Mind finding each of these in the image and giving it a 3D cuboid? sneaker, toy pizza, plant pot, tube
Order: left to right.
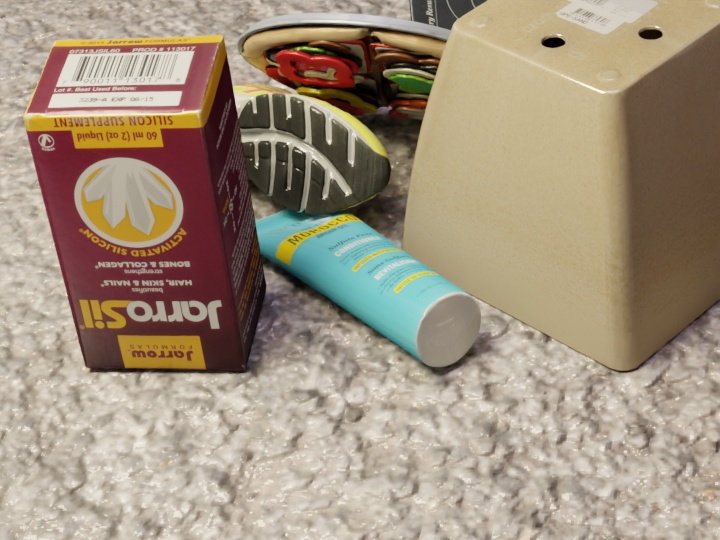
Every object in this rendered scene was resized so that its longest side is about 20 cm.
[{"bbox_3d":[-0.051,-0.095,1.432,0.199,0.079,0.090,19,22,35],"label":"sneaker"},{"bbox_3d":[0.000,0.000,1.336,0.077,0.051,0.200,-17,31,-30],"label":"tube"},{"bbox_3d":[0.012,-0.133,1.413,0.199,0.200,0.032,5,80,16],"label":"toy pizza"},{"bbox_3d":[0.153,-0.090,1.313,0.200,0.178,0.199,-35,45,-30],"label":"plant pot"}]

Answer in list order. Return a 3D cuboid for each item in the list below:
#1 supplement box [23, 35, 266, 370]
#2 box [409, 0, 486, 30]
[{"bbox_3d":[-0.129,-0.039,1.274,0.110,0.201,0.086,0,39,9],"label":"supplement box"},{"bbox_3d":[0.140,-0.230,1.519,0.199,0.149,0.107,3,38,13],"label":"box"}]
